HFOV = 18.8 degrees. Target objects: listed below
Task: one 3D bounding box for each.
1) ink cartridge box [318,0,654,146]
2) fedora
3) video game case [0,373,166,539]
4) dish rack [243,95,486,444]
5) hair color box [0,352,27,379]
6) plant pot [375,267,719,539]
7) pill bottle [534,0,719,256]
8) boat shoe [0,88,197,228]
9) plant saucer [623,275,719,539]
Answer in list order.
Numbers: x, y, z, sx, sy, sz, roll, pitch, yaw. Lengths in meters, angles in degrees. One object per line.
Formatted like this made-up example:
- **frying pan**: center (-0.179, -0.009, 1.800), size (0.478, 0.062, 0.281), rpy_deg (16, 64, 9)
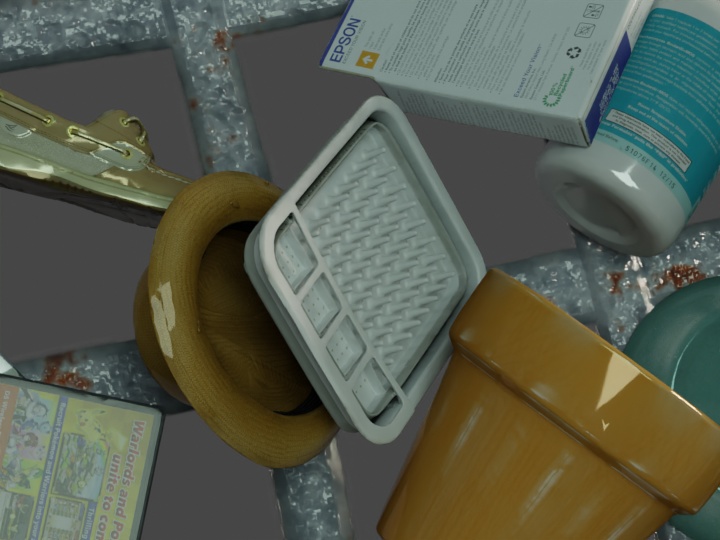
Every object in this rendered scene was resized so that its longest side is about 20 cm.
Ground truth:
- **ink cartridge box**: center (0.099, -0.189, 1.502), size (0.199, 0.043, 0.197), rpy_deg (13, 63, 26)
- **fedora**: center (-0.084, 0.036, 1.400), size (0.200, 0.082, 0.201), rpy_deg (18, 66, -47)
- **video game case**: center (-0.227, 0.164, 1.330), size (0.180, 0.026, 0.201), rpy_deg (12, 76, -7)
- **dish rack**: center (0.000, 0.000, 1.413), size (0.172, 0.043, 0.200), rpy_deg (59, 41, -20)
- **hair color box**: center (-0.255, 0.101, 1.382), size (0.200, 0.061, 0.099), rpy_deg (45, 74, 2)
- **plant pot**: center (0.112, 0.130, 1.391), size (0.200, 0.200, 0.183), rpy_deg (36, 90, -1)
- **pill bottle**: center (0.214, -0.117, 1.504), size (0.111, 0.111, 0.200), rpy_deg (35, 73, -1)
- **boat shoe**: center (-0.172, -0.075, 1.435), size (0.199, 0.074, 0.067), rpy_deg (16, 79, -7)
- **plant saucer**: center (0.276, 0.096, 1.504), size (0.199, 0.036, 0.201), rpy_deg (3, 77, -11)
